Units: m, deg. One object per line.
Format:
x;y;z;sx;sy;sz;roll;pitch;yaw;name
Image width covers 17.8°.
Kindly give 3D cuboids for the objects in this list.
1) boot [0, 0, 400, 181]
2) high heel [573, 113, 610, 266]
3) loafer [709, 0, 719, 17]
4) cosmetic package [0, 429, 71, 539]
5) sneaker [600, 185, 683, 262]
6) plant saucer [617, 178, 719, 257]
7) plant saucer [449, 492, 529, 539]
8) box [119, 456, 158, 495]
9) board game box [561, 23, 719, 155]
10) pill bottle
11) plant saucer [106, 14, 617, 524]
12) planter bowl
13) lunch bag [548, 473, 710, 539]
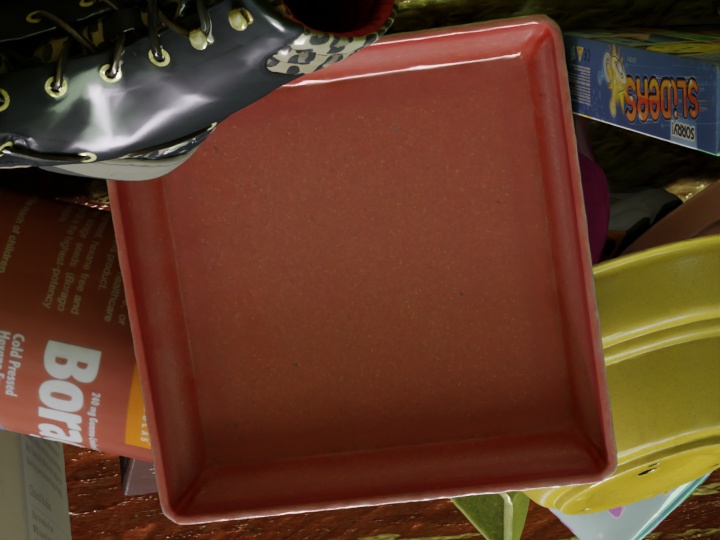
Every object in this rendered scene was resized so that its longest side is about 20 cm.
-0.099;-0.087;0.841;0.204;0.074;0.154;0;161;-46;boot
0.019;-0.018;1.061;0.200;0.096;0.067;-12;143;15;high heel
0.210;-0.135;0.801;0.200;0.072;0.073;-18;160;32;loafer
-0.262;0.148;1.348;0.166;0.200;0.167;-8;164;0;cosmetic package
0.090;-0.024;1.164;0.200;0.092;0.076;-16;141;-56;sneaker
0.212;-0.025;1.136;0.200;0.032;0.200;-26;165;-8;plant saucer
0.032;0.057;1.257;0.048;0.200;0.200;-40;166;-8;plant saucer
-0.098;0.056;1.282;0.075;0.100;0.200;-4;164;-12;box
0.166;-0.075;0.907;0.135;0.034;0.200;-3;-170;-12;board game box
-0.105;0.031;1.075;0.200;0.112;0.112;12;164;3;pill bottle
0.000;0.000;0.982;0.200;0.200;0.037;-7;-170;10;plant saucer
0.122;0.061;1.073;0.200;0.084;0.200;-16;163;-5;planter bowl
0.181;0.082;1.345;0.160;0.077;0.200;-45;176;25;lunch bag
